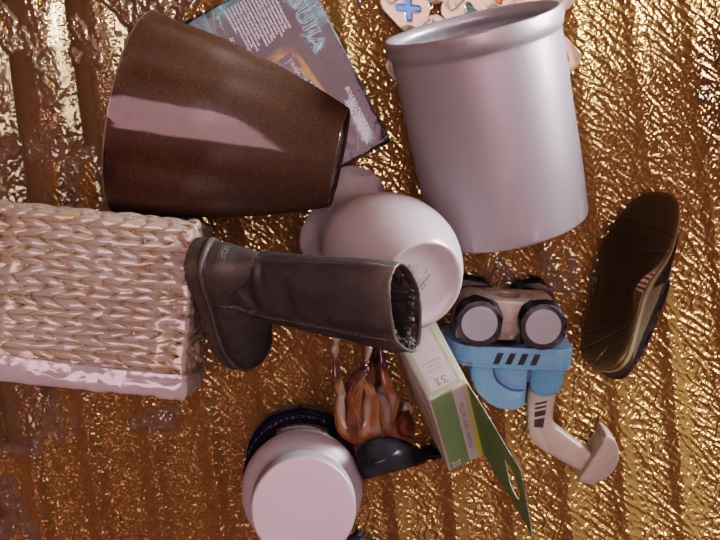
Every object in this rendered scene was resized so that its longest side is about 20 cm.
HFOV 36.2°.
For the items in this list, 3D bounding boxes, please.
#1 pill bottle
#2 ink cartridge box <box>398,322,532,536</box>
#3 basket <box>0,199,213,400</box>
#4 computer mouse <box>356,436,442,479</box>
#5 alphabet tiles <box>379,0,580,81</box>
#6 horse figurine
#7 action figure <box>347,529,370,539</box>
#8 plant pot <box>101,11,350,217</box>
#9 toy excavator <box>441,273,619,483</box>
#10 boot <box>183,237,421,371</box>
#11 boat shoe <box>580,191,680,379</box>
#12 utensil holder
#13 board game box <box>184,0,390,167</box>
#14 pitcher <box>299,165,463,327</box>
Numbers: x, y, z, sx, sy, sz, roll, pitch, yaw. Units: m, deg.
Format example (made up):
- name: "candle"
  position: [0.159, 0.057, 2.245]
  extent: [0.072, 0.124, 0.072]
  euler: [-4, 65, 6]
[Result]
- name: "pill bottle"
  position: [-0.056, 0.202, 1.059]
  extent: [0.114, 0.200, 0.117]
  euler: [0, 94, -4]
- name: "ink cartridge box"
  position: [0.094, 0.149, 1.048]
  extent: [0.048, 0.146, 0.201]
  euler: [-23, 52, -3]
- name: "basket"
  position: [-0.244, 0.027, 1.039]
  extent: [0.197, 0.198, 0.163]
  euler: [5, 89, -3]
- name: "computer mouse"
  position: [0.042, 0.176, 1.074]
  extent: [0.058, 0.200, 0.034]
  euler: [-18, 79, 14]
- name: "alphabet tiles"
  position: [0.123, -0.246, 1.133]
  extent: [0.196, 0.015, 0.200]
  euler: [44, 90, -5]
- name: "horse figurine"
  position: [0.009, 0.120, 1.072]
  extent: [0.049, 0.200, 0.134]
  euler: [-2, 91, 15]
- name: "action figure"
  position: [0.033, 0.381, 1.129]
  extent: [0.199, 0.105, 0.194]
  euler: [39, 102, -1]
- name: "plant pot"
  position: [-0.115, -0.126, 1.024]
  extent: [0.198, 0.187, 0.189]
  euler: [12, 93, 1]
- name: "toy excavator"
  position: [0.175, 0.115, 1.133]
  extent: [0.192, 0.100, 0.202]
  euler: [3, 107, -2]
- name: "boot"
  position: [-0.041, 0.040, 0.959]
  extent: [0.198, 0.182, 0.073]
  euler: [4, 58, 17]
- name: "boat shoe"
  position: [0.281, 0.016, 1.140]
  extent: [0.073, 0.065, 0.202]
  euler: [17, 75, 33]
- name: "utensil holder"
  position: [0.124, -0.138, 1.052]
  extent: [0.168, 0.170, 0.202]
  euler: [-14, 108, -3]
- name: "board game box"
  position: [-0.073, -0.189, 1.116]
  extent: [0.134, 0.028, 0.202]
  euler: [-27, 95, -2]
- name: "pitcher"
  position: [0.000, 0.000, 1.043]
  extent: [0.121, 0.200, 0.172]
  euler: [36, 92, -31]
